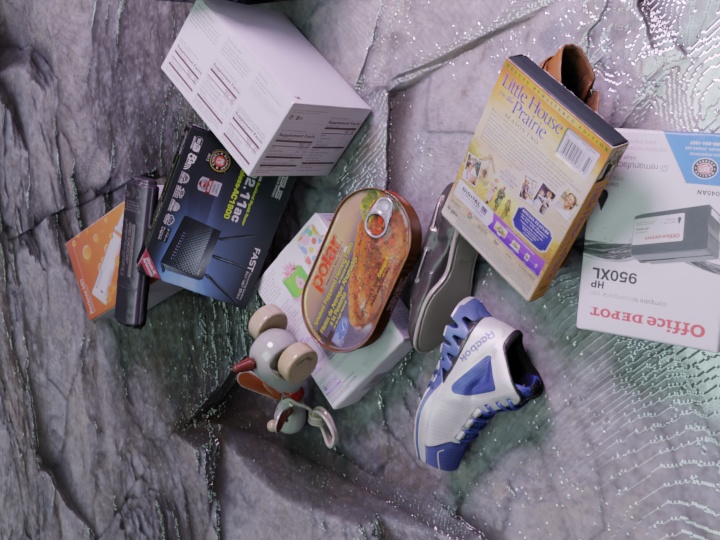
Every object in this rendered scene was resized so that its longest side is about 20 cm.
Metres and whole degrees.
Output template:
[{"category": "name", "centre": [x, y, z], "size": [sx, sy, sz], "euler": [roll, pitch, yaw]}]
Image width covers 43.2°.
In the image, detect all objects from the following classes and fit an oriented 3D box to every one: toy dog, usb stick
[{"category": "toy dog", "centre": [-0.111, 0.146, 1.136], "size": [0.132, 0.096, 0.202], "euler": [27, 137, 53]}, {"category": "usb stick", "centre": [-0.298, -0.023, 1.208], "size": [0.055, 0.032, 0.203], "euler": [17, 104, 40]}]

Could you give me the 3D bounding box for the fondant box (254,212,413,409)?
[{"category": "fondant box", "centre": [-0.030, 0.049, 1.145], "size": [0.144, 0.058, 0.201], "euler": [-46, 69, 29]}]

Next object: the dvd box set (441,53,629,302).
[{"category": "dvd box set", "centre": [0.164, -0.088, 0.900], "size": [0.146, 0.029, 0.201], "euler": [47, 138, 28]}]

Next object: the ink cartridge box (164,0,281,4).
[{"category": "ink cartridge box", "centre": [-0.139, -0.354, 1.103], "size": [0.198, 0.197, 0.044], "euler": [3, 102, 36]}]

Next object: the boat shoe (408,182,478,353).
[{"category": "boat shoe", "centre": [0.096, -0.005, 1.053], "size": [0.057, 0.066, 0.202], "euler": [33, 108, 49]}]

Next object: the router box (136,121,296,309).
[{"category": "router box", "centre": [-0.185, -0.068, 1.168], "size": [0.202, 0.148, 0.062], "euler": [-68, 19, 6]}]

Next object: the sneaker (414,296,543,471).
[{"category": "sneaker", "centre": [0.137, 0.143, 1.020], "size": [0.114, 0.080, 0.202], "euler": [23, 105, 34]}]

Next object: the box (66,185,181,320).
[{"category": "box", "centre": [-0.312, -0.024, 1.306], "size": [0.199, 0.097, 0.126], "euler": [-28, 79, 34]}]

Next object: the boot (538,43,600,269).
[{"category": "boot", "centre": [0.201, -0.113, 0.925], "size": [0.155, 0.076, 0.203], "euler": [140, 124, -63]}]

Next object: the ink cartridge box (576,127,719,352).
[{"category": "ink cartridge box", "centre": [0.299, -0.033, 0.887], "size": [0.143, 0.084, 0.203], "euler": [9, 100, 35]}]

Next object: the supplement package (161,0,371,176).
[{"category": "supplement package", "centre": [-0.115, -0.224, 1.122], "size": [0.200, 0.155, 0.111], "euler": [51, 121, 21]}]

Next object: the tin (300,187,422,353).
[{"category": "tin", "centre": [0.000, 0.000, 1.065], "size": [0.111, 0.042, 0.202], "euler": [32, 108, 23]}]
